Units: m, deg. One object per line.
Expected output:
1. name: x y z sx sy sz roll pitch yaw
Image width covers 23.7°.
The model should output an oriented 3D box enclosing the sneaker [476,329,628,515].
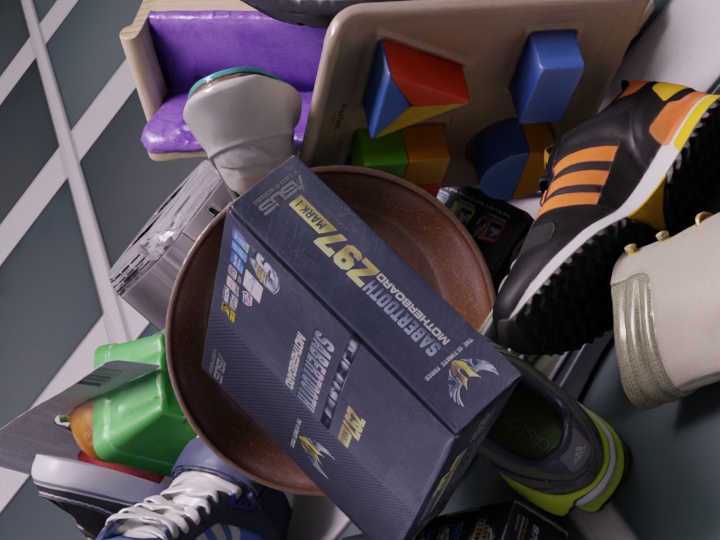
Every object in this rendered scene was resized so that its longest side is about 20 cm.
1. sneaker: 0.053 0.058 0.934 0.200 0.081 0.074 28 79 24

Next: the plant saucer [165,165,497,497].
1. plant saucer: -0.018 0.035 1.028 0.200 0.200 0.037 -55 14 2

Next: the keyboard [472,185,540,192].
1. keyboard: 0.047 -0.086 1.174 0.200 0.056 0.011 6 31 32

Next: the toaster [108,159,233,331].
1. toaster: -0.106 0.001 1.296 0.114 0.129 0.200 -54 9 -24

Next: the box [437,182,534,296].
1. box: 0.000 0.000 1.137 0.200 0.049 0.161 28 84 31

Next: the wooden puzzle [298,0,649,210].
1. wooden puzzle: 0.065 -0.092 1.013 0.185 0.200 0.046 107 150 -58

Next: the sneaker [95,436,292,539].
1. sneaker: -0.111 0.144 1.091 0.081 0.200 0.147 4 78 30

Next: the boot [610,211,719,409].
1. boot: 0.207 -0.028 0.897 0.155 0.072 0.200 -24 42 50

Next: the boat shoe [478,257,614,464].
1. boat shoe: 0.113 0.020 1.010 0.072 0.062 0.200 -5 56 58

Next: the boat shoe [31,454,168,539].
1. boat shoe: -0.152 0.172 1.161 0.069 0.200 0.057 8 74 34

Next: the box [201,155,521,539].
1. box: -0.008 0.052 0.886 0.051 0.158 0.200 -41 -13 -24

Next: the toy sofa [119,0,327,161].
1. toy sofa: -0.056 -0.134 1.146 0.200 0.083 0.098 3 47 15

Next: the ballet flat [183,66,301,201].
1. ballet flat: -0.063 -0.071 1.035 0.069 0.069 0.200 -59 -3 -6

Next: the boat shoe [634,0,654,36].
1. boat shoe: 0.118 -0.157 1.100 0.068 0.075 0.200 -34 -5 40

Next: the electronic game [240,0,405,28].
1. electronic game: 0.013 -0.198 1.095 0.200 0.042 0.200 -5 25 2

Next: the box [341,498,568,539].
1. box: 0.024 0.231 0.935 0.159 0.046 0.200 -23 40 49

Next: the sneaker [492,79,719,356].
1. sneaker: 0.129 -0.034 0.979 0.090 0.070 0.200 26 64 41

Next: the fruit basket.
1. fruit basket: -0.157 0.114 1.231 0.200 0.185 0.094 -27 54 44
